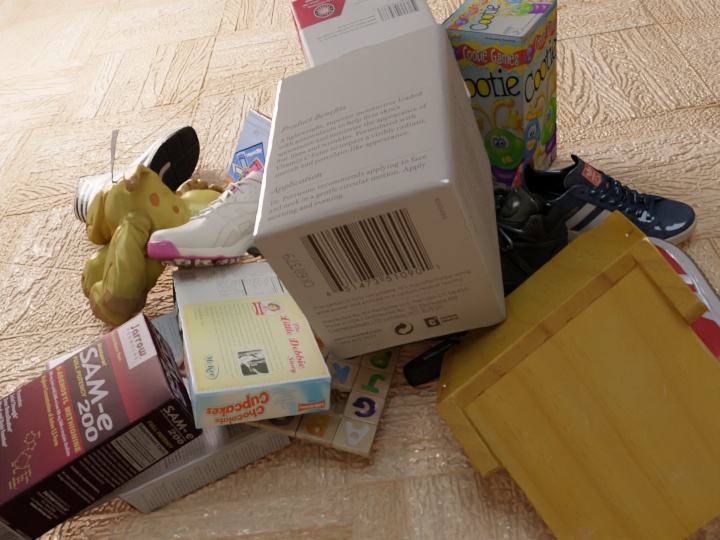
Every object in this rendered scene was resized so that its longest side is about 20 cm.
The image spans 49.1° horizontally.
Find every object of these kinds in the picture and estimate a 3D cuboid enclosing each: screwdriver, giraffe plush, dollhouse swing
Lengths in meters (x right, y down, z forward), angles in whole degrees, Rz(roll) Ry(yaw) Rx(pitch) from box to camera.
[{"bbox_3d":[0.128,0.058,0.751,0.196,0.028,0.029,-26,12,-11],"label":"screwdriver"},{"bbox_3d":[-0.208,-0.040,0.877,0.159,0.205,0.172,7,14,-32],"label":"giraffe plush"},{"bbox_3d":[0.190,0.095,0.622,0.199,0.176,0.182,-42,3,15],"label":"dollhouse swing"}]

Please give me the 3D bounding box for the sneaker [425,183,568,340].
[{"bbox_3d":[0.123,-0.015,0.776,0.196,0.116,0.076,-27,39,-15],"label":"sneaker"}]

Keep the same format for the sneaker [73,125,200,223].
[{"bbox_3d":[-0.307,-0.133,1.053,0.113,0.077,0.202,14,48,25],"label":"sneaker"}]

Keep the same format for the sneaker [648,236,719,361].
[{"bbox_3d":[0.257,0.049,0.697,0.110,0.072,0.202,-14,42,-8],"label":"sneaker"}]

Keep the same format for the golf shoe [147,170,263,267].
[{"bbox_3d":[-0.132,-0.053,0.807,0.074,0.094,0.197,-1,7,42],"label":"golf shoe"}]

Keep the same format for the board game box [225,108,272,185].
[{"bbox_3d":[-0.107,-0.124,0.961,0.019,0.105,0.199,14,15,-36],"label":"board game box"}]

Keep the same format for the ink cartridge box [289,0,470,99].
[{"bbox_3d":[0.020,-0.212,0.848,0.142,0.084,0.204,-17,62,-3],"label":"ink cartridge box"}]

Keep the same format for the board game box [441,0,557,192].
[{"bbox_3d":[0.164,-0.201,0.913,0.101,0.203,0.105,16,46,30],"label":"board game box"}]

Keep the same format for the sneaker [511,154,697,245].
[{"bbox_3d":[0.254,-0.077,0.835,0.195,0.086,0.076,6,42,20],"label":"sneaker"}]

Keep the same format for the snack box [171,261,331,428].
[{"bbox_3d":[-0.105,0.058,0.717,0.113,0.038,0.201,-5,31,-16],"label":"snack box"}]

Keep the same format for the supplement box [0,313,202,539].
[{"bbox_3d":[-0.242,0.137,0.659,0.197,0.061,0.109,-32,46,-7],"label":"supplement box"}]

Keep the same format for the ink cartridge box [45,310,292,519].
[{"bbox_3d":[-0.186,0.124,0.746,0.196,0.044,0.197,-23,43,-11],"label":"ink cartridge box"}]

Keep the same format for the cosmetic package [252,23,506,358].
[{"bbox_3d":[0.022,-0.066,0.677,0.161,0.166,0.203,-13,46,19],"label":"cosmetic package"}]

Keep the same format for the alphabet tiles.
[{"bbox_3d":[-0.067,0.086,0.738,0.195,0.008,0.168,13,37,8],"label":"alphabet tiles"}]
